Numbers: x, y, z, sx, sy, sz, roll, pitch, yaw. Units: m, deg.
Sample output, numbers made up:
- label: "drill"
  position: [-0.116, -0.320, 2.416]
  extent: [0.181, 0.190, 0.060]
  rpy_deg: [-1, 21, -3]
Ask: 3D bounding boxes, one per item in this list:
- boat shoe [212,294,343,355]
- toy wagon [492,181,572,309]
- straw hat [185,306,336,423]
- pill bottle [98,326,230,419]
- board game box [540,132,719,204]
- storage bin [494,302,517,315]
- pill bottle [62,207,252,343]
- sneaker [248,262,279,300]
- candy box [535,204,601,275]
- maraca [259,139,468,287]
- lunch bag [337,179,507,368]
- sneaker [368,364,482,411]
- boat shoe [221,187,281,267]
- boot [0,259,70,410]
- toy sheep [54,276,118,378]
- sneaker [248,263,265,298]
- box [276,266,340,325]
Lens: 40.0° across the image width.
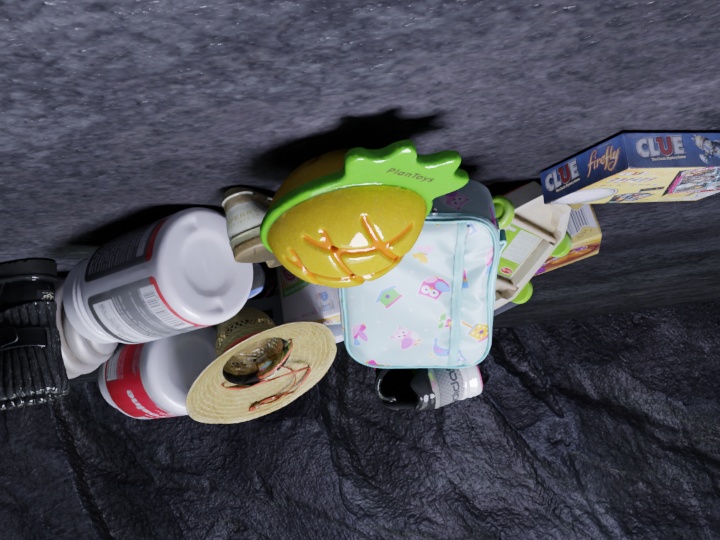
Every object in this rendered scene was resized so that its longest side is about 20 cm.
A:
- label: "boat shoe"
  position: [-0.107, 0.084, 1.269]
  extent: [0.199, 0.075, 0.086]
  rpy_deg: [-4, 146, -7]
- label: "toy wagon"
  position: [0.144, -0.003, 1.066]
  extent: [0.201, 0.040, 0.155]
  rpy_deg: [-52, 145, 15]
- label: "straw hat"
  position: [-0.128, 0.089, 1.141]
  extent: [0.199, 0.085, 0.202]
  rpy_deg: [-24, 151, -14]
- label: "pill bottle"
  position: [-0.252, 0.127, 1.232]
  extent: [0.111, 0.114, 0.199]
  rpy_deg: [-1, 171, -35]
- label: "board game box"
  position: [0.297, -0.099, 0.969]
  extent: [0.198, 0.035, 0.135]
  rpy_deg: [-3, 171, -25]
- label: "storage bin"
  position: [0.144, 0.044, 1.500]
  extent: [0.133, 0.147, 0.199]
  rpy_deg: [-13, 178, -42]
- label: "pill bottle"
  position: [-0.211, 0.012, 1.006]
  extent: [0.113, 0.115, 0.199]
  rpy_deg: [1, 169, -45]
- label: "sneaker"
  position: [-0.168, 0.026, 1.310]
  extent: [0.199, 0.081, 0.086]
  rpy_deg: [-29, 155, 33]
- label: "candy box"
  position: [0.186, -0.022, 1.193]
  extent: [0.198, 0.057, 0.117]
  rpy_deg: [-21, 167, 7]
- label: "maraca"
  position: [-0.001, -0.051, 0.801]
  extent: [0.136, 0.108, 0.200]
  rpy_deg: [4, 156, -36]
- label: "lunch bag"
  position: [0.059, 0.005, 0.954]
  extent: [0.158, 0.077, 0.202]
  rpy_deg: [3, 130, 6]
- label: "sneaker"
  position: [0.038, 0.100, 1.068]
  extent: [0.087, 0.075, 0.199]
  rpy_deg: [-20, -155, -31]
- label: "boat shoe"
  position: [-0.082, -0.044, 0.980]
  extent: [0.073, 0.064, 0.200]
  rpy_deg: [-23, 174, 16]
- label: "boot"
  position: [-0.426, 0.082, 1.131]
  extent: [0.209, 0.160, 0.079]
  rpy_deg: [-12, 171, 28]
- label: "toy sheep"
  position: [-0.357, 0.067, 1.214]
  extent: [0.198, 0.140, 0.138]
  rpy_deg: [-13, 170, 22]
- label: "sneaker"
  position: [-0.181, 0.014, 1.125]
  extent: [0.198, 0.079, 0.089]
  rpy_deg: [-4, 158, 36]
- label: "box"
  position: [0.000, 0.000, 1.143]
  extent: [0.112, 0.103, 0.199]
  rpy_deg: [-2, 170, -37]
